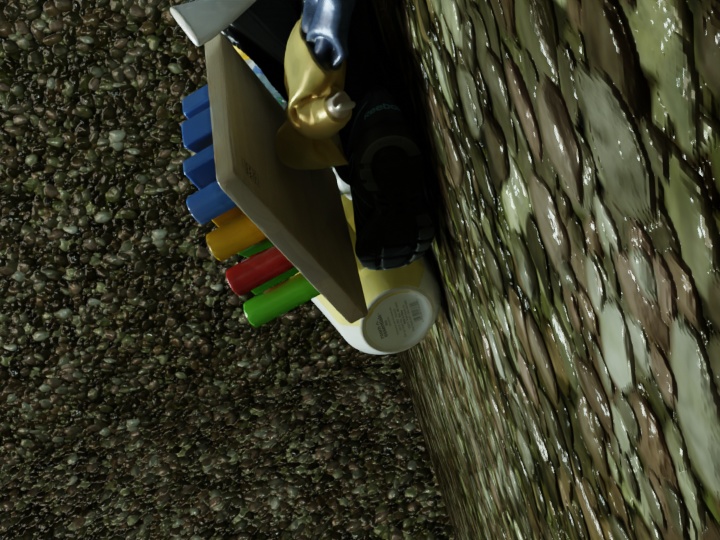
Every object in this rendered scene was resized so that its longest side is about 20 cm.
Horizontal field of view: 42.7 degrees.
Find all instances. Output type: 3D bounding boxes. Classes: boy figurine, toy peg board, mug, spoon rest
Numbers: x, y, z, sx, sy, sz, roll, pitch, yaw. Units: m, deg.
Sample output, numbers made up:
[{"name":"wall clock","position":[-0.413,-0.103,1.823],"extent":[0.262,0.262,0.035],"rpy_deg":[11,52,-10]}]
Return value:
[{"name":"boy figurine","position":[-0.026,-0.149,0.702],"extent":[0.200,0.064,0.124],"rpy_deg":[102,158,-44]},{"name":"toy peg board","position":[-0.097,-0.062,0.804],"extent":[0.199,0.098,0.200],"rpy_deg":[48,-161,-42]},{"name":"mug","position":[0.000,0.008,0.999],"extent":[0.150,0.186,0.153],"rpy_deg":[-59,32,19]},{"name":"spoon rest","position":[-0.076,-0.257,0.716],"extent":[0.099,0.200,0.061],"rpy_deg":[53,-138,0]}]

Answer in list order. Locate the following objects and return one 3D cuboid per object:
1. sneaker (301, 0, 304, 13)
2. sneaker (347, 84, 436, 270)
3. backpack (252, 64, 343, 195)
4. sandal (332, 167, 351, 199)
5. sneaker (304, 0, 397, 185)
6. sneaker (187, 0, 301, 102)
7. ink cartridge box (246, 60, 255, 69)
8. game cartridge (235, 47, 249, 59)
[{"name":"sneaker","position":[-0.058,-0.327,1.082],"extent":[0.070,0.078,0.200],"rpy_deg":[75,179,-53]},{"name":"sneaker","position":[0.026,-0.076,0.823],"extent":[0.200,0.075,0.079],"rpy_deg":[91,169,-54]},{"name":"backpack","position":[-0.059,-0.160,1.091],"extent":[0.183,0.147,0.200],"rpy_deg":[40,-113,-59]},{"name":"sandal","position":[0.005,-0.169,0.978],"extent":[0.082,0.050,0.203],"rpy_deg":[32,-127,-61]},{"name":"sneaker","position":[-0.008,-0.176,0.899],"extent":[0.114,0.076,0.200],"rpy_deg":[59,-162,-86]},{"name":"sneaker","position":[-0.073,-0.235,0.822],"extent":[0.200,0.104,0.060],"rpy_deg":[41,163,-7]},{"name":"ink cartridge box","position":[-0.087,-0.241,1.249],"extent":[0.200,0.083,0.147],"rpy_deg":[45,-149,-33]},{"name":"game cartridge","position":[-0.143,-0.365,1.084],"extent":[0.176,0.032,0.200],"rpy_deg":[-67,-41,-55]}]
